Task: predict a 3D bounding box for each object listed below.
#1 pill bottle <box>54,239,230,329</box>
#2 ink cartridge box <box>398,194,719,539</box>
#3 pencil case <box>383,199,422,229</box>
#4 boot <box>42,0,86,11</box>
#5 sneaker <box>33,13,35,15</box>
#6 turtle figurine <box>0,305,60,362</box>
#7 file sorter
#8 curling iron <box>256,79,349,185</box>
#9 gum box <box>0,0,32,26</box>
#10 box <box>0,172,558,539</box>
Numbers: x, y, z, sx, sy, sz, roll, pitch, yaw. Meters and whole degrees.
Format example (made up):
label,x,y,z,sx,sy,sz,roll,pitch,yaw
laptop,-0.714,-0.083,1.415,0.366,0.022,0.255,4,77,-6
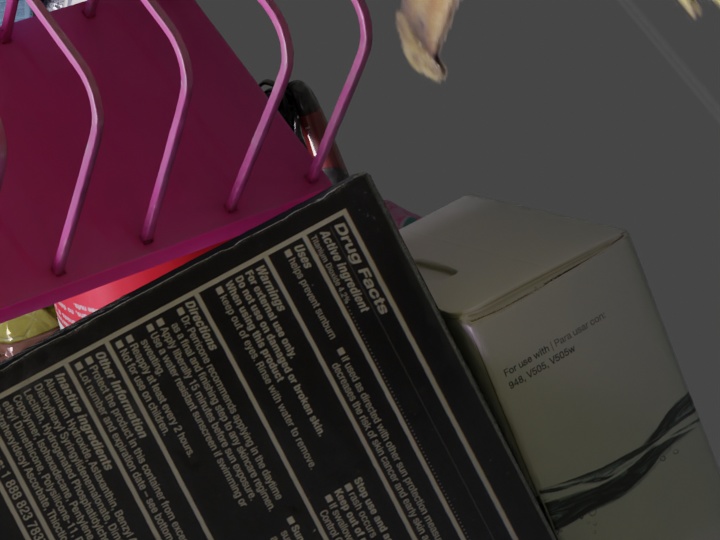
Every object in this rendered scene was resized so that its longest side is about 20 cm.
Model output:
label,x,y,z,sx,sy,sz,roll,pitch,yaw
pill bottle,-0.095,0.009,1.385,0.112,0.112,0.201,35,143,51
ink cartridge box,0.077,0.078,1.162,0.146,0.083,0.201,18,134,63
pencil case,-0.044,0.037,1.230,0.087,0.199,0.088,26,130,36
boot,-0.132,-0.149,1.396,0.091,0.072,0.201,56,146,31
sneaker,-0.122,-0.068,1.500,0.200,0.075,0.085,54,177,13
turtle figurine,-0.183,0.024,1.504,0.199,0.064,0.162,-3,120,35
file sorter,-0.114,-0.089,1.221,0.139,0.199,0.126,53,144,24
curling iron,0.000,0.000,1.335,0.201,0.025,0.050,64,157,-4
gum box,-0.190,-0.202,1.376,0.200,0.044,0.171,141,121,-81
box,-0.049,0.101,1.084,0.201,0.198,0.123,63,163,-1
